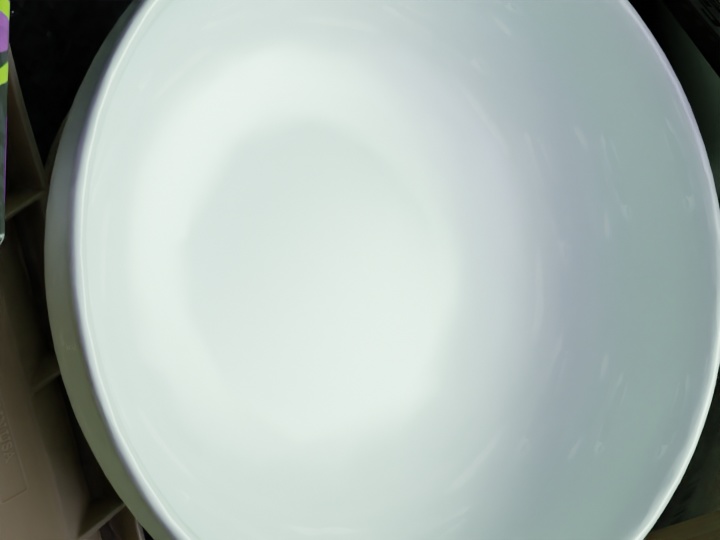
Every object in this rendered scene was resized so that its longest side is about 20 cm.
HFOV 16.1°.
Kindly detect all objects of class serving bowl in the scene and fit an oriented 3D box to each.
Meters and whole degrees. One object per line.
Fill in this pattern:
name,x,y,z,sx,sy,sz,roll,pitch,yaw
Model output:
serving bowl,0.000,0.000,0.675,0.199,0.066,0.202,3,84,-32

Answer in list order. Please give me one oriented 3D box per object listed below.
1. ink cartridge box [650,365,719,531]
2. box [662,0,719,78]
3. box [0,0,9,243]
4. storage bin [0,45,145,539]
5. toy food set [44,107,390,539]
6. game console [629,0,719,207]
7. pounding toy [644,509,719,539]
ink cartridge box,0.168,0.095,0.895,0.125,0.200,0.129,27,75,0
box,0.140,-0.078,0.761,0.043,0.200,0.161,-37,95,-1
box,-0.151,-0.103,0.590,0.142,0.036,0.201,11,61,-27
storage bin,-0.164,0.054,0.640,0.198,0.093,0.201,-29,115,-38
toy food set,-0.007,0.012,0.762,0.199,0.049,0.199,-23,83,-46
game console,0.101,-0.126,0.919,0.176,0.116,0.201,-50,134,-65
pounding toy,0.135,0.171,0.707,0.201,0.183,0.142,70,18,-1
